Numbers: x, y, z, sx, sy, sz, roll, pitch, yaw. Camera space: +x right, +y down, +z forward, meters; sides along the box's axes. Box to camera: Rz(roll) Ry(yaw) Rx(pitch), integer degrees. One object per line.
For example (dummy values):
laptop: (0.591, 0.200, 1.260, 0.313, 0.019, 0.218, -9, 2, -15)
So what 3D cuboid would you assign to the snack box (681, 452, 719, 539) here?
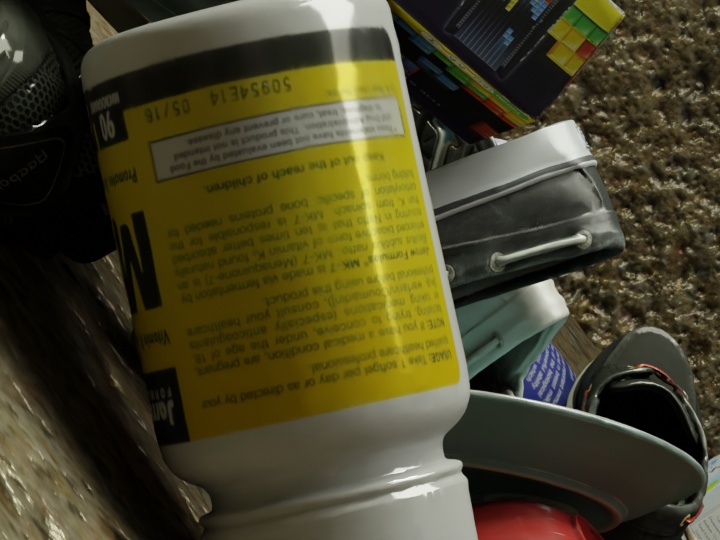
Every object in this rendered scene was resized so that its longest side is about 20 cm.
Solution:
snack box: (0.184, 0.155, 1.611, 0.068, 0.200, 0.169, 54, 7, 2)

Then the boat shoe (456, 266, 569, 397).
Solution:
boat shoe: (0.040, 0.051, 1.269, 0.066, 0.072, 0.200, 54, -37, 19)

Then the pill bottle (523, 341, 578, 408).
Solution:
pill bottle: (0.059, 0.081, 1.457, 0.200, 0.115, 0.116, 51, 8, -23)

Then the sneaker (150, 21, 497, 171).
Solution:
sneaker: (-0.004, -0.076, 1.334, 0.200, 0.079, 0.090, 32, 8, 32)

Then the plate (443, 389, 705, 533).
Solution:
plate: (0.043, 0.084, 1.210, 0.200, 0.199, 0.026, 42, 53, -62)

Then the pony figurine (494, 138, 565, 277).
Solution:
pony figurine: (0.015, -0.021, 1.586, 0.193, 0.167, 0.200, 42, 13, 7)

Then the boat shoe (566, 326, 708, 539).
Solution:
boat shoe: (0.136, 0.079, 1.377, 0.073, 0.063, 0.202, 28, 28, -2)

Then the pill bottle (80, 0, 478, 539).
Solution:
pill bottle: (-0.025, 0.010, 1.018, 0.114, 0.114, 0.201, 3, 74, -81)

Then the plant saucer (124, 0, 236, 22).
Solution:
plant saucer: (-0.097, -0.150, 1.240, 0.200, 0.050, 0.200, 40, 8, -7)

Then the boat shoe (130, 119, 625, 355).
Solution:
boat shoe: (0.009, 0.009, 1.156, 0.074, 0.198, 0.068, 122, -56, -76)

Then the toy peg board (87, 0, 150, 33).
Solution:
toy peg board: (-0.196, -0.223, 1.359, 0.200, 0.097, 0.200, 46, 27, -49)

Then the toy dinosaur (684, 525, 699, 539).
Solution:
toy dinosaur: (0.106, 0.147, 1.386, 0.200, 0.135, 0.086, 53, 7, -14)

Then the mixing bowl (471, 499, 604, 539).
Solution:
mixing bowl: (0.070, 0.167, 1.156, 0.201, 0.108, 0.200, 55, 7, -10)

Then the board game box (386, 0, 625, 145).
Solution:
board game box: (-0.005, -0.134, 1.102, 0.200, 0.057, 0.165, 41, -5, -4)

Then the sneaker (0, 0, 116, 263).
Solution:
sneaker: (-0.123, -0.070, 1.111, 0.114, 0.076, 0.200, 54, 10, -24)
